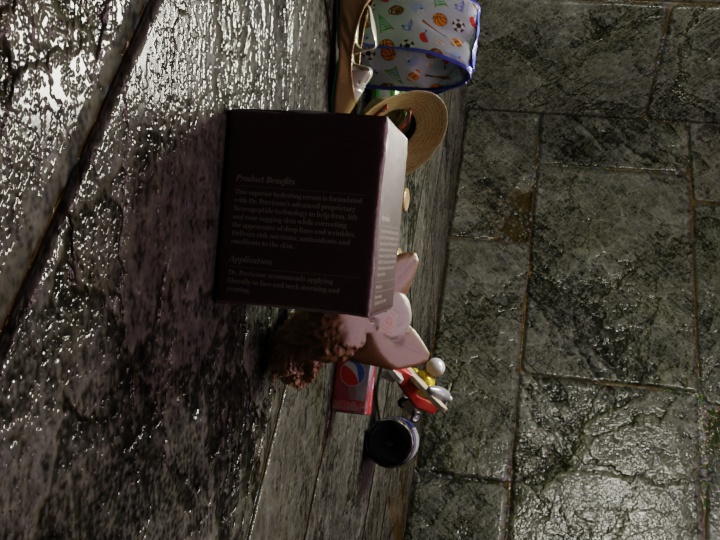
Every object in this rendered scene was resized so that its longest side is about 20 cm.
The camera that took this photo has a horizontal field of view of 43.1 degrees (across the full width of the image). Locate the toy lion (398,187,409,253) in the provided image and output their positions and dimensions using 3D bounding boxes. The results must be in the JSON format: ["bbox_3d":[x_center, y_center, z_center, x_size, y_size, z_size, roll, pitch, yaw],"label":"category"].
[{"bbox_3d":[0.039,-0.110,1.783,0.192,0.068,0.201,30,66,-72],"label":"toy lion"}]

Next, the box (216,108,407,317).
[{"bbox_3d":[-0.046,-0.059,0.975,0.164,0.165,0.201,-1,97,-79],"label":"box"}]

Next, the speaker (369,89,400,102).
[{"bbox_3d":[0.056,-0.302,1.683,0.088,0.088,0.201,-32,126,-78],"label":"speaker"}]

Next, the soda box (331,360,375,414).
[{"bbox_3d":[-0.005,0.155,1.627,0.070,0.063,0.201,43,53,-77],"label":"soda box"}]

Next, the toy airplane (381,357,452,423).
[{"bbox_3d":[0.130,0.244,2.110,0.200,0.141,0.199,54,-6,5],"label":"toy airplane"}]

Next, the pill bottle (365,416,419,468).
[{"bbox_3d":[0.078,0.393,2.098,0.200,0.111,0.113,42,53,-79],"label":"pill bottle"}]

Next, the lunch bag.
[{"bbox_3d":[0.102,-0.395,1.563,0.124,0.199,0.171,79,18,-57],"label":"lunch bag"}]

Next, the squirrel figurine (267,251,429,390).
[{"bbox_3d":[-0.038,0.067,1.160,0.199,0.186,0.142,-19,101,-39],"label":"squirrel figurine"}]

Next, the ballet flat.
[{"bbox_3d":[-0.008,-0.319,1.360,0.069,0.063,0.201,-52,146,-72],"label":"ballet flat"}]

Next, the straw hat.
[{"bbox_3d":[0.048,-0.257,1.590,0.085,0.200,0.202,53,-19,37],"label":"straw hat"}]
